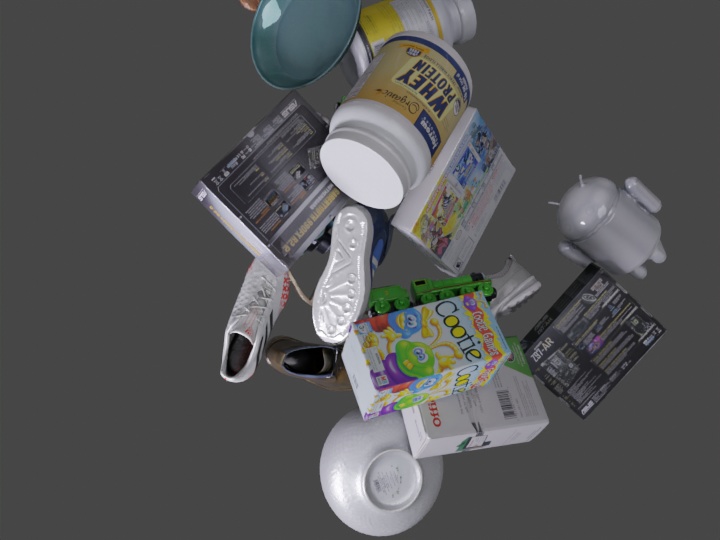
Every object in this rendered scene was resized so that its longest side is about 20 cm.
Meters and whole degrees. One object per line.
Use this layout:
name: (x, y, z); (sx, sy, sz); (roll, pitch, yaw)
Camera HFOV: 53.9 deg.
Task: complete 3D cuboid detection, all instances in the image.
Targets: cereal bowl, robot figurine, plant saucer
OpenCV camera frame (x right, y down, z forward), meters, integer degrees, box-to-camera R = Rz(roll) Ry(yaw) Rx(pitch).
cereal bowl: (0.040, 0.307, 1.076); (0.197, 0.083, 0.204); (0, 92, -15)
robot figurine: (0.397, -0.072, 1.138); (0.199, 0.113, 0.170); (36, 117, -13)
plant saucer: (-0.071, -0.347, 1.000); (0.036, 0.198, 0.203); (16, 87, -54)

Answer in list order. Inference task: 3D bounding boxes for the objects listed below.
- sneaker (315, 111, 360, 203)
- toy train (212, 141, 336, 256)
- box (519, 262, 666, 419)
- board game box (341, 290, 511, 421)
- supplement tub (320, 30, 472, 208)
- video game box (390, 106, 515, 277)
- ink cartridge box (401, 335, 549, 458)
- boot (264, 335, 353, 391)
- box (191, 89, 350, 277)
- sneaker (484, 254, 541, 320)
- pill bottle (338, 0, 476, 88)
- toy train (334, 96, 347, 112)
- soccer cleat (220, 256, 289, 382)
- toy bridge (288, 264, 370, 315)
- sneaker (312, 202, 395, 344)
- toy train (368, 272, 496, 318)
sneaker: (-0.042, -0.168, 1.048); (0.199, 0.081, 0.089); (32, 98, -11)
toy train: (-0.116, -0.107, 1.016); (0.198, 0.085, 0.115); (32, 54, -13)
box: (0.368, 0.116, 1.148); (0.160, 0.044, 0.201); (39, 97, -11)
board game box: (0.087, 0.116, 0.977); (0.197, 0.104, 0.106); (-13, 60, -18)
supplement tub: (0.047, -0.196, 0.926); (0.144, 0.144, 0.201); (37, 64, -12)
video game box: (0.144, -0.112, 1.057); (0.202, 0.046, 0.182); (-61, 145, -6)
ink cartridge box: (0.159, 0.188, 1.064); (0.197, 0.085, 0.148); (-3, 57, -17)
boot: (-0.041, 0.145, 1.042); (0.197, 0.097, 0.076); (11, 89, -14)
box: (-0.099, -0.118, 0.943); (0.158, 0.048, 0.201); (44, 62, -11)
sneaker: (0.185, 0.052, 1.123); (0.198, 0.075, 0.083); (-31, 71, -10)
pill bottle: (0.067, -0.348, 1.048); (0.198, 0.112, 0.113); (-24, 97, -13)
toy train: (0.056, -0.220, 1.078); (0.197, 0.056, 0.042); (16, 88, -14)
soccer cleat: (-0.152, 0.064, 1.009); (0.068, 0.085, 0.203); (20, 92, 4)
toy bridge: (-0.058, 0.024, 1.071); (0.198, 0.027, 0.068); (29, 85, -12)
sneaker: (0.000, 0.000, 1.032); (0.079, 0.146, 0.203); (13, 98, 19)
toy train: (0.105, 0.039, 1.057); (0.197, 0.057, 0.042); (-9, 137, -9)
